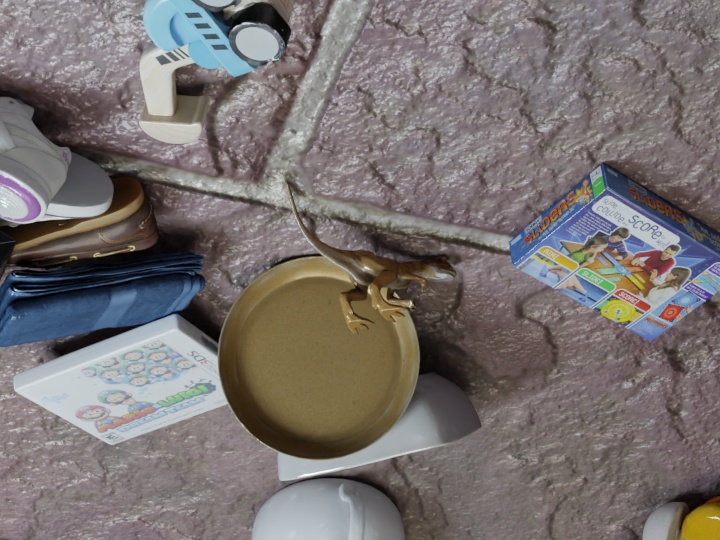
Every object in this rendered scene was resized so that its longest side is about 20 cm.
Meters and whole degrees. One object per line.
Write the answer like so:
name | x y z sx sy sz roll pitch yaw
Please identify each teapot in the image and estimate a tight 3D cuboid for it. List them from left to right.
teapot | -0.035 0.345 1.952 0.196 0.147 0.200 -23 134 20

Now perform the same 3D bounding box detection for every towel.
towel | -0.254 0.025 1.605 0.199 0.049 0.112 -10 163 -28

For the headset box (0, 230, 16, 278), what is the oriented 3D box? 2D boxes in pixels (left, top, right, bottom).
headset box | -0.410 -0.001 1.532 0.148 0.075 0.200 33 149 -4

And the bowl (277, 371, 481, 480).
bowl | 0.015 0.158 1.752 0.199 0.075 0.200 -16 176 15

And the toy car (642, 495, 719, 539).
toy car | 0.429 0.362 1.994 0.174 0.150 0.201 15 107 28

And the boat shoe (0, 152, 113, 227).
boat shoe | -0.325 -0.071 1.527 0.198 0.072 0.066 5 139 -7

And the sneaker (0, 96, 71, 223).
sneaker | -0.347 -0.122 1.472 0.199 0.100 0.075 33 139 -5

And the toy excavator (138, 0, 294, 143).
toy excavator | -0.137 -0.200 1.391 0.199 0.100 0.195 -12 137 29

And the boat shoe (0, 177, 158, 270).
boat shoe | -0.289 -0.031 1.572 0.199 0.071 0.071 -8 136 8

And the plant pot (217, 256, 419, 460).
plant pot | -0.041 0.087 1.654 0.198 0.202 0.027 -3 172 -1

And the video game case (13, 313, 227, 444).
video game case | -0.228 0.118 1.748 0.199 0.024 0.182 -20 149 19

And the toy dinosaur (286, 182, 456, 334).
toy dinosaur | 0.000 0.000 1.620 0.199 0.107 0.060 18 141 -31

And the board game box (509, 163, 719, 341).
board game box | 0.264 -0.014 1.652 0.199 0.035 0.135 28 129 -30
